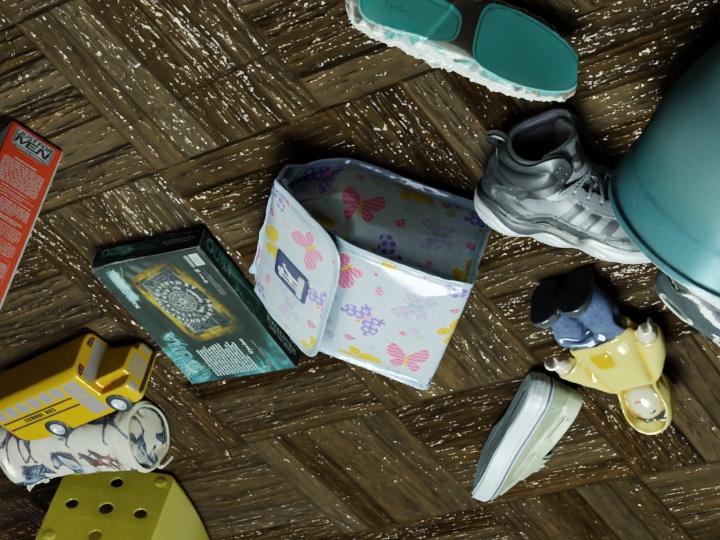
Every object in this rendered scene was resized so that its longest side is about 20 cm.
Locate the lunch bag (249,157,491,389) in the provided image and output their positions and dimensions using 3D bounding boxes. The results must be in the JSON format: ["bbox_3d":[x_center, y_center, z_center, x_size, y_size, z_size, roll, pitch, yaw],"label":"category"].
[{"bbox_3d":[0.000,0.000,1.559,0.199,0.128,0.170,22,139,1],"label":"lunch bag"}]

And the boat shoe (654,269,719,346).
[{"bbox_3d":[0.357,0.048,1.539,0.200,0.076,0.060,40,145,1],"label":"boat shoe"}]

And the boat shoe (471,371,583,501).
[{"bbox_3d":[0.170,0.183,1.771,0.062,0.072,0.201,20,139,-4],"label":"boat shoe"}]

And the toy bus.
[{"bbox_3d":[-0.314,0.124,1.854,0.199,0.065,0.078,-23,127,38],"label":"toy bus"}]

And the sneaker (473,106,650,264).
[{"bbox_3d":[0.195,-0.073,1.445,0.198,0.076,0.114,10,144,9],"label":"sneaker"}]

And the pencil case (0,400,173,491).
[{"bbox_3d":[-0.313,0.198,1.930,0.199,0.078,0.090,-8,128,26],"label":"pencil case"}]

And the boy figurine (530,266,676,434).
[{"bbox_3d":[0.238,0.084,1.636,0.124,0.065,0.200,-19,128,31],"label":"boy figurine"}]

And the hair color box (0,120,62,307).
[{"bbox_3d":[-0.349,-0.030,1.566,0.061,0.201,0.101,33,138,-23],"label":"hair color box"}]

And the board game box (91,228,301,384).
[{"bbox_3d":[-0.165,0.040,1.733,0.134,0.028,0.200,-10,136,28],"label":"board game box"}]

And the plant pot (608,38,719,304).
[{"bbox_3d":[0.316,-0.101,1.298,0.199,0.201,0.189,18,126,-6],"label":"plant pot"}]

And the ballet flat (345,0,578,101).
[{"bbox_3d":[0.081,-0.188,1.363,0.199,0.072,0.072,22,141,-6],"label":"ballet flat"}]

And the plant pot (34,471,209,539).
[{"bbox_3d":[-0.295,0.343,2.025,0.198,0.201,0.177,7,131,9],"label":"plant pot"}]
